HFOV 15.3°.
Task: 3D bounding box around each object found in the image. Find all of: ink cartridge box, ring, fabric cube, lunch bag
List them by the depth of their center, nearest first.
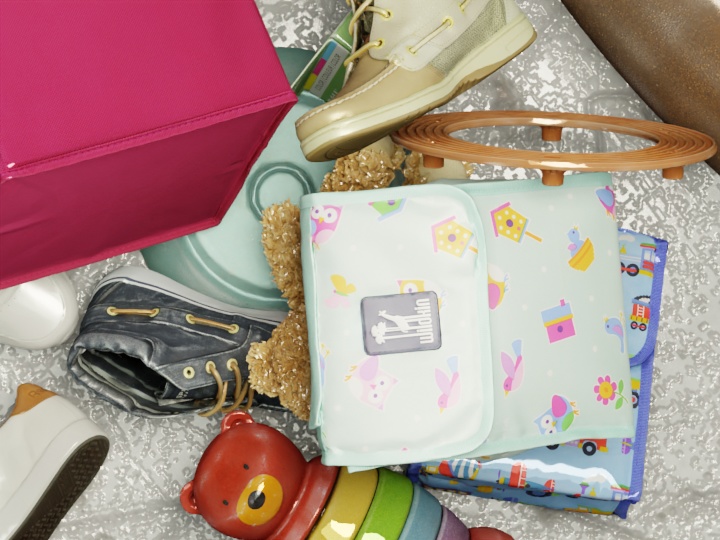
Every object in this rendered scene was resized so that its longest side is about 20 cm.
[{"bbox_3d":[0.056,0.030,1.604,0.199,0.122,0.171,-3,89,-31],"label":"lunch bag"},{"bbox_3d":[0.116,-0.074,1.628,0.199,0.200,0.019,1,101,-3],"label":"ring"},{"bbox_3d":[-0.183,-0.127,1.632,0.195,0.200,0.200,-16,74,-25],"label":"fabric cube"},{"bbox_3d":[0.020,-0.152,1.712,0.059,0.104,0.200,37,73,-2],"label":"ink cartridge box"},{"bbox_3d":[0.118,0.049,1.756,0.150,0.094,0.201,8,77,1],"label":"lunch bag"}]

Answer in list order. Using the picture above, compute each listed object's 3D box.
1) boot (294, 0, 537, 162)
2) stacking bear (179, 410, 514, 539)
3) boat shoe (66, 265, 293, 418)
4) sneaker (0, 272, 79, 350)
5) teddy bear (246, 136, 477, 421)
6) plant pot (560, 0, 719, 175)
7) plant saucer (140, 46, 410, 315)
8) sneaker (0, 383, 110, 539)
[{"bbox_3d":[0.005,-0.163,1.593,0.200,0.072,0.155,-34,98,-41],"label":"boot"},{"bbox_3d":[-0.016,0.168,1.713,0.200,0.114,0.122,31,100,-10],"label":"stacking bear"},{"bbox_3d":[-0.089,0.068,1.725,0.199,0.091,0.071,17,126,3],"label":"boat shoe"},{"bbox_3d":[-0.270,-0.014,1.721,0.200,0.099,0.078,36,93,-1],"label":"sneaker"},{"bbox_3d":[0.000,0.000,1.686,0.144,0.067,0.201,4,92,-22],"label":"teddy bear"},{"bbox_3d":[0.208,-0.187,1.694,0.200,0.187,0.187,34,88,-7],"label":"plant pot"},{"bbox_3d":[-0.052,-0.049,1.765,0.199,0.036,0.201,0,89,-2],"label":"plant saucer"},{"bbox_3d":[-0.251,0.162,1.747,0.085,0.073,0.200,39,90,24],"label":"sneaker"}]
